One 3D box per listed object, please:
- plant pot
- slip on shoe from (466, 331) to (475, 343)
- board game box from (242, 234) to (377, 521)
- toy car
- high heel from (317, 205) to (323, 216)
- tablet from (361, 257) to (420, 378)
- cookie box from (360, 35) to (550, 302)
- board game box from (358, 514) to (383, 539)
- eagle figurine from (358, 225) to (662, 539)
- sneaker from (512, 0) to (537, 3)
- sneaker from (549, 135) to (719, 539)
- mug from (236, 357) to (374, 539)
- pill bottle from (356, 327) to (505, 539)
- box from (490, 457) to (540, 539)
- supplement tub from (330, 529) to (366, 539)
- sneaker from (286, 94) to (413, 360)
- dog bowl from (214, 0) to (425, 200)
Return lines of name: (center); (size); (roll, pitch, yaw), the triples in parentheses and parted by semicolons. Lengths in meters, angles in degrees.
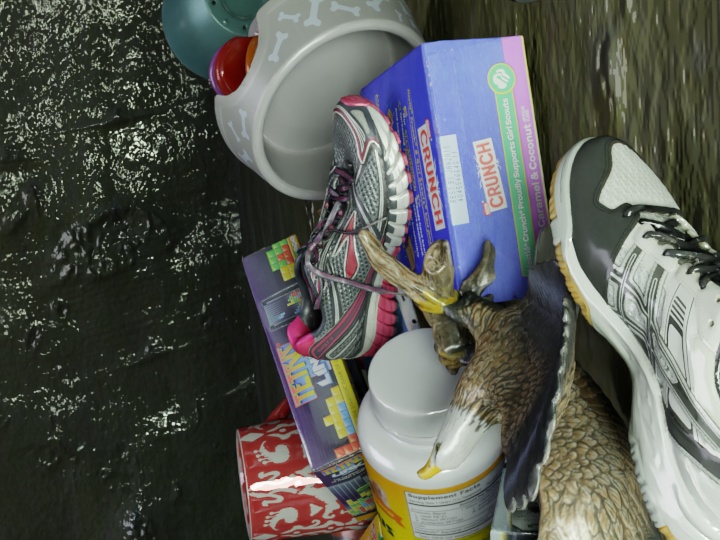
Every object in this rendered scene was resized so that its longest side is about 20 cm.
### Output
plant pot: (-0.202, -0.413, 1.542); (0.161, 0.197, 0.204); (-179, 83, -69)
slip on shoe: (0.072, 0.106, 0.815); (0.077, 0.060, 0.202); (-110, 17, -46)
board game box: (-0.029, 0.096, 0.844); (0.166, 0.056, 0.202); (63, -175, -60)
toy car: (-0.143, -0.285, 1.406); (0.200, 0.147, 0.178); (-147, 51, -75)
high heel: (0.034, -0.076, 0.962); (0.067, 0.096, 0.199); (44, 166, -22)
tablet: (0.023, 0.060, 0.817); (0.201, 0.013, 0.132); (94, 160, -56)
cookie box: (0.064, -0.066, 0.716); (0.200, 0.074, 0.174); (-168, 70, -78)
board game box: (0.050, 0.247, 0.911); (0.201, 0.094, 0.030); (110, 151, -65)
eagle figurine: (0.090, 0.068, 0.525); (0.200, 0.150, 0.153); (42, 122, 54)
sneaker: (0.088, -0.240, 0.577); (0.088, 0.074, 0.203); (58, -158, -73)
sneaker: (0.148, 0.015, 0.421); (0.088, 0.074, 0.203); (-53, 47, 52)
mug: (-0.024, 0.187, 0.981); (0.178, 0.196, 0.135); (-119, 24, -60)
pill bottle: (0.058, 0.140, 0.704); (0.110, 0.107, 0.202); (-111, 7, -50)
box: (0.109, 0.218, 0.621); (0.137, 0.039, 0.204); (-54, -37, -67)
supplement tub: (0.029, 0.359, 1.053); (0.107, 0.105, 0.204); (144, 120, -76)
sneaker: (-0.010, -0.024, 0.708); (0.081, 0.073, 0.203); (-138, 47, -59)
dog bowl: (-0.023, -0.147, 0.832); (0.059, 0.197, 0.202); (54, 152, 38)
